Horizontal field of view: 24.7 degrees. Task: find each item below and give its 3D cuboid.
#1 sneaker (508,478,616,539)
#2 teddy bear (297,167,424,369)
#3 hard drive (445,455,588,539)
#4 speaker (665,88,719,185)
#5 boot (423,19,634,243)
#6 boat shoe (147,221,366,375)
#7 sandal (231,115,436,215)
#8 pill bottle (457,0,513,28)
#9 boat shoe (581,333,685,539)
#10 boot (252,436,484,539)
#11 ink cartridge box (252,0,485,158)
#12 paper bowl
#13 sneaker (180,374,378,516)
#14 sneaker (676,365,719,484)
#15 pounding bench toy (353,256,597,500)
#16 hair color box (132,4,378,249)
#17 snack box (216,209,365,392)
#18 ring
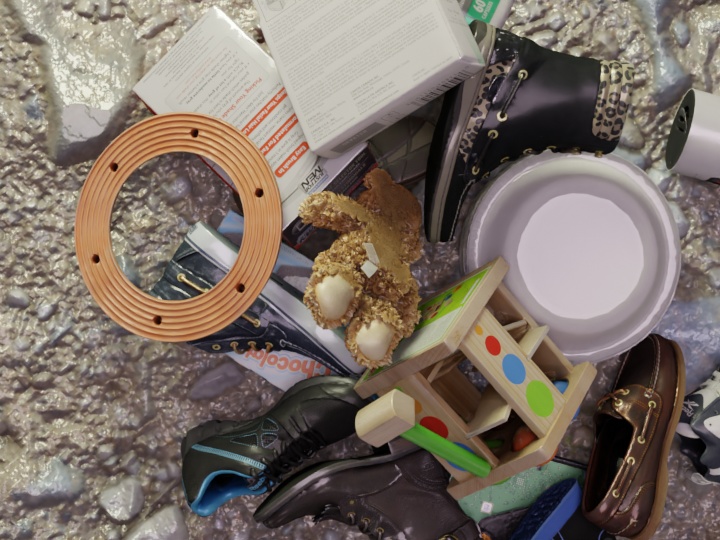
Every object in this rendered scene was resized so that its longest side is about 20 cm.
[{"bbox_3d":[0.153,0.276,1.457,0.200,0.070,0.078,-44,99,-26],"label":"sneaker"},{"bbox_3d":[0.000,0.000,1.406,0.145,0.201,0.067,29,131,-30],"label":"teddy bear"},{"bbox_3d":[0.127,0.260,1.534,0.139,0.038,0.201,15,90,-4],"label":"hard drive"},{"bbox_3d":[0.386,-0.106,1.525,0.199,0.081,0.082,15,90,-4],"label":"speaker"},{"bbox_3d":[0.142,-0.106,1.427,0.153,0.074,0.204,10,115,-8],"label":"boot"},{"bbox_3d":[-0.092,0.050,1.468,0.200,0.071,0.091,37,96,1],"label":"boat shoe"},{"bbox_3d":[-0.017,-0.086,1.510,0.199,0.055,0.082,-20,73,0],"label":"sandal"},{"bbox_3d":[0.028,-0.250,1.475,0.199,0.113,0.113,27,89,-4],"label":"pill bottle"},{"bbox_3d":[0.245,0.142,1.491,0.070,0.070,0.201,24,59,-21],"label":"boat shoe"},{"bbox_3d":[0.022,0.243,1.471,0.199,0.069,0.175,-23,91,-10],"label":"boot"},{"bbox_3d":[-0.005,-0.220,1.393,0.161,0.050,0.201,-30,72,25],"label":"ink cartridge box"},{"bbox_3d":[0.193,-0.014,1.502,0.200,0.104,0.202,0,90,-3],"label":"paper bowl"},{"bbox_3d":[-0.070,0.160,1.470,0.199,0.082,0.073,-26,127,19],"label":"sneaker"},{"bbox_3d":[0.337,0.109,1.524,0.129,0.079,0.200,-3,101,-12],"label":"sneaker"},{"bbox_3d":[0.092,0.123,1.417,0.156,0.124,0.200,49,44,-11],"label":"pounding bench toy"},{"bbox_3d":[-0.094,-0.128,1.472,0.111,0.064,0.200,-45,72,-2],"label":"hair color box"},{"bbox_3d":[-0.066,0.045,1.518,0.200,0.037,0.116,32,90,-4],"label":"snack box"},{"bbox_3d":[-0.158,-0.038,1.434,0.200,0.019,0.201,-2,86,20],"label":"ring"}]
